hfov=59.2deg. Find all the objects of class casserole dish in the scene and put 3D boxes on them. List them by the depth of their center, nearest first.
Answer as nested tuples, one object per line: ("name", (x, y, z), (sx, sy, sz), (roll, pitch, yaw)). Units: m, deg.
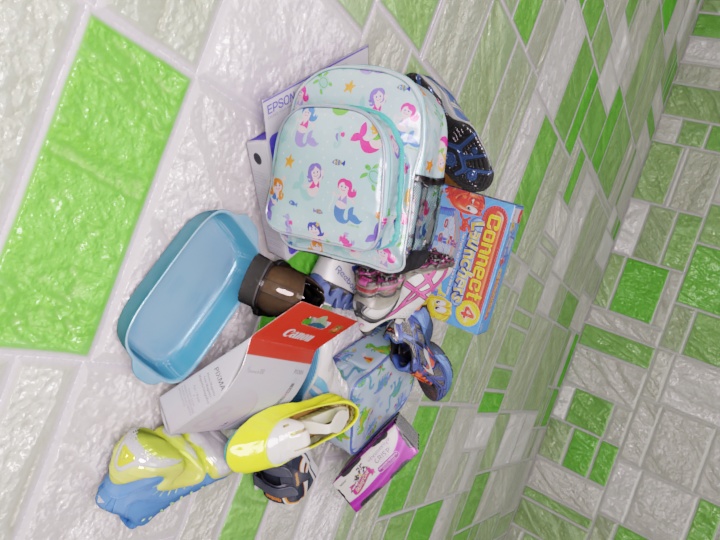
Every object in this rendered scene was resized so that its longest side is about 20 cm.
("casserole dish", (-0.180, 0.023, 0.669), (0.202, 0.038, 0.122), (-57, 148, -19))

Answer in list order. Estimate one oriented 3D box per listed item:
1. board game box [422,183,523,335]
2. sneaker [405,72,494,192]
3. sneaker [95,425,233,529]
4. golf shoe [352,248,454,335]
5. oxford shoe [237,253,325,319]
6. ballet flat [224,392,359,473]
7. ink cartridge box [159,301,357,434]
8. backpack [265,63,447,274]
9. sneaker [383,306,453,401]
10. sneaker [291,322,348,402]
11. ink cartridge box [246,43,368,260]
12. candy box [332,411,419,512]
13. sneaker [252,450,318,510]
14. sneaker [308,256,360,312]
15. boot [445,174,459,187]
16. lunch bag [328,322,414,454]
("board game box", (0.129, -0.030, 0.985), (0.056, 0.193, 0.204), (-4, 111, -61))
("sneaker", (0.135, -0.208, 0.928), (0.202, 0.075, 0.077), (56, 36, -3))
("sneaker", (-0.219, 0.230, 0.717), (0.105, 0.076, 0.200), (-50, 150, 3))
("golf shoe", (0.060, 0.024, 0.892), (0.198, 0.072, 0.094), (-20, 124, -43))
("oxford shoe", (-0.083, 0.032, 0.743), (0.200, 0.083, 0.074), (15, 97, -89))
("ballet flat", (-0.073, 0.195, 0.777), (0.198, 0.066, 0.068), (-10, 99, -51))
("ink cartridge box", (-0.104, 0.118, 0.723), (0.198, 0.058, 0.162), (-29, 160, 14))
("backpack", (-0.002, -0.110, 0.664), (0.150, 0.175, 0.204), (3, 101, -63))
("sneaker", (0.083, 0.137, 0.993), (0.079, 0.075, 0.202), (-46, 125, -29))
("sneaker", (-0.060, 0.152, 0.892), (0.080, 0.077, 0.203), (-14, 131, -31))
("ink cartridge box", (-0.052, -0.148, 0.771), (0.198, 0.043, 0.203), (-42, 140, -40))
("candy box", (0.031, 0.311, 1.056), (0.136, 0.061, 0.200), (-43, 170, -2))
("sneaker", (-0.112, 0.278, 0.894), (0.080, 0.077, 0.202), (-58, 149, -29))
("sneaker", (0.000, 0.000, 0.908), (0.198, 0.080, 0.117), (17, 96, -58))
("boot", (0.180, -0.102, 1.065), (0.202, 0.153, 0.074), (-63, 150, -18))
("lunch bag", (0.013, 0.193, 1.045), (0.199, 0.081, 0.164), (-33, 133, -46))
